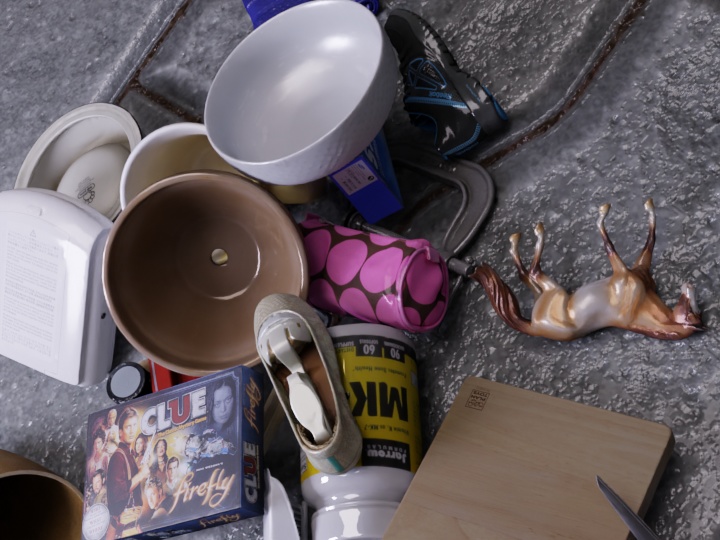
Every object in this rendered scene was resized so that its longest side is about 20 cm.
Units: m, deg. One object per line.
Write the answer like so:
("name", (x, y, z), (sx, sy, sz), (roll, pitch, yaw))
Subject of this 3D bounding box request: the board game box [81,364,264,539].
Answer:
("board game box", (-0.177, 0.179, 1.197), (0.199, 0.035, 0.136), (-20, 59, 30))

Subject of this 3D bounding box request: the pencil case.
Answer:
("pencil case", (0.000, 0.000, 1.259), (0.199, 0.091, 0.094), (14, 79, 44))

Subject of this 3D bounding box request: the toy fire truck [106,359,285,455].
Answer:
("toy fire truck", (-0.148, 0.148, 1.292), (0.199, 0.129, 0.177), (-20, 57, 9))

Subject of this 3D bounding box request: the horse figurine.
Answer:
("horse figurine", (0.203, 0.014, 1.160), (0.199, 0.050, 0.133), (-14, 78, 17))

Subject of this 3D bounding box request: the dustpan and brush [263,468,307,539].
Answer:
("dustpan and brush", (-0.059, 0.284, 1.180), (0.057, 0.140, 0.201), (0, 81, -6))

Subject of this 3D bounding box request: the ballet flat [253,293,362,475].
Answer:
("ballet flat", (-0.051, 0.088, 1.138), (0.067, 0.062, 0.200), (-33, 57, 6))

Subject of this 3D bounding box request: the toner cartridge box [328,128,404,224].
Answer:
("toner cartridge box", (-0.011, -0.152, 1.335), (0.043, 0.095, 0.201), (-25, 49, 14))

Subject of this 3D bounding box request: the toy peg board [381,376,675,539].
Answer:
("toy peg board", (0.148, 0.217, 1.094), (0.199, 0.098, 0.200), (12, 59, 34))

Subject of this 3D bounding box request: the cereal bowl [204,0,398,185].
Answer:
("cereal bowl", (-0.049, -0.161, 1.242), (0.199, 0.083, 0.201), (-16, 51, 20))

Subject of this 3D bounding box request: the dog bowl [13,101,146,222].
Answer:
("dog bowl", (-0.319, -0.097, 1.534), (0.199, 0.074, 0.201), (-13, 61, 26))

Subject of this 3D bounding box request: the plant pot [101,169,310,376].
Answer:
("plant pot", (-0.145, -0.004, 1.258), (0.200, 0.093, 0.202), (1, 103, 5))

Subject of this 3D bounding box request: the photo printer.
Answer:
("photo printer", (-0.346, 0.011, 1.435), (0.166, 0.069, 0.201), (18, 111, 26))

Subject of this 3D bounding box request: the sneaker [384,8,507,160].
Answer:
("sneaker", (0.068, -0.199, 1.338), (0.082, 0.073, 0.200), (-40, 53, 8))

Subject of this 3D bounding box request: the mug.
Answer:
("mug", (-0.146, -0.080, 1.370), (0.186, 0.153, 0.150), (30, 104, 2))

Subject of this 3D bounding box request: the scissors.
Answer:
("scissors", (0.255, 0.238, 0.992), (0.073, 0.014, 0.201), (-26, 84, 10))

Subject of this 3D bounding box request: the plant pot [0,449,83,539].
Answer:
("plant pot", (-0.408, 0.263, 1.368), (0.200, 0.186, 0.187), (25, 82, 51))

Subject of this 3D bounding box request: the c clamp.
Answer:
("c clamp", (0.051, -0.050, 1.308), (0.200, 0.027, 0.171), (32, 86, 39))

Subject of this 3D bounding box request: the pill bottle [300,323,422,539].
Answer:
("pill bottle", (0.001, 0.161, 1.185), (0.114, 0.114, 0.201), (-17, 60, 25))

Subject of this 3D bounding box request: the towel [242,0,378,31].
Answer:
("towel", (-0.068, -0.333, 1.509), (0.147, 0.050, 0.201), (-30, 55, 9))
